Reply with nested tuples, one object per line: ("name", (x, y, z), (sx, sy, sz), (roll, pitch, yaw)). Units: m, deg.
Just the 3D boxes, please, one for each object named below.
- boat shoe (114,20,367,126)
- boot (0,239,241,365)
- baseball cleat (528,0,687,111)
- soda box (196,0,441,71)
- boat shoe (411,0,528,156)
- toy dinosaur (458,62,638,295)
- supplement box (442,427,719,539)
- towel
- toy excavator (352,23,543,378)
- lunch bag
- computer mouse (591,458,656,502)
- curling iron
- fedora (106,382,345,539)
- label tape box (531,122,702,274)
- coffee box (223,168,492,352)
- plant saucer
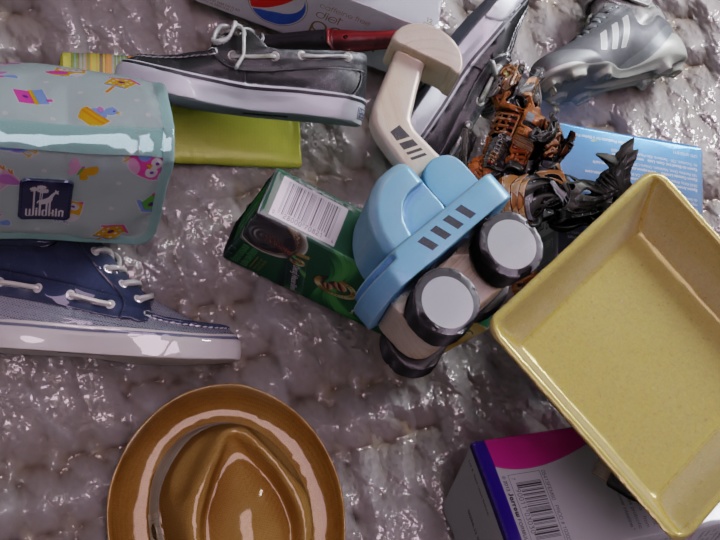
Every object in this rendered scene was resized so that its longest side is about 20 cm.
("boat shoe", (-0.091, -0.158, 0.970), (0.196, 0.074, 0.069), (6, 90, -3))
("boot", (-0.183, 0.020, 0.926), (0.196, 0.073, 0.092), (6, 80, -16))
("baseball cleat", (0.208, -0.205, 1.115), (0.198, 0.070, 0.108), (-12, 72, -41))
("soda box", (-0.033, -0.235, 1.039), (0.197, 0.068, 0.065), (18, 57, -13))
("boat shoe", (0.097, -0.161, 1.060), (0.068, 0.073, 0.201), (38, 70, -13))
("toy dinosaur", (0.143, -0.062, 0.997), (0.133, 0.102, 0.204), (2, 101, -2))
("supplement box", (0.179, 0.188, 0.973), (0.197, 0.104, 0.102), (-6, 53, -18))
("towel", (-0.145, -0.127, 1.010), (0.196, 0.018, 0.088), (1, 81, -19))
("toy excavator", (0.043, -0.059, 0.888), (0.194, 0.100, 0.200), (-39, 83, -23))
("lunch bag", (-0.221, -0.083, 0.865), (0.167, 0.200, 0.124), (3, 94, -18))
("computer mouse", (0.209, 0.107, 0.961), (0.199, 0.046, 0.140), (37, 63, 23))
("curling iron", (-0.019, -0.182, 1.017), (0.196, 0.026, 0.050), (6, 46, 10))
("fedora", (-0.090, 0.180, 0.910), (0.197, 0.082, 0.204), (5, 74, -18))
("label tape box", (0.220, -0.014, 1.076), (0.141, 0.066, 0.204), (8, 77, -15))
("coffee box", (0.000, 0.000, 0.967), (0.198, 0.123, 0.045), (27, 68, -12))
("plant saucer", (0.213, 0.061, 0.908), (0.199, 0.049, 0.200), (-39, 84, -24))
